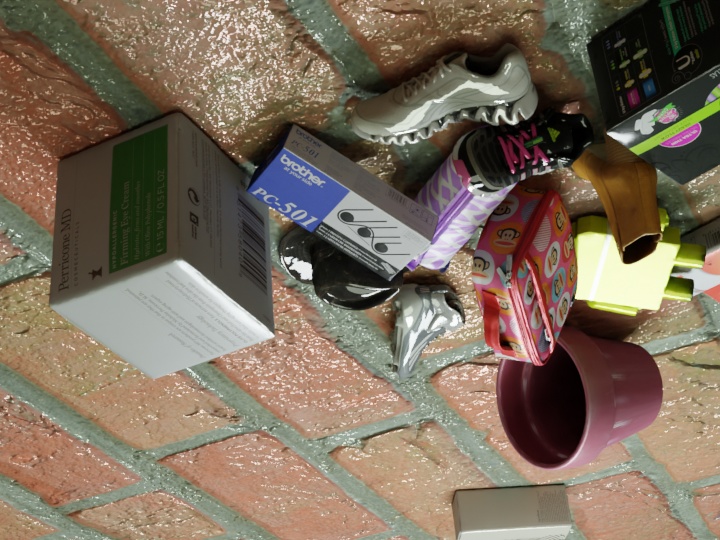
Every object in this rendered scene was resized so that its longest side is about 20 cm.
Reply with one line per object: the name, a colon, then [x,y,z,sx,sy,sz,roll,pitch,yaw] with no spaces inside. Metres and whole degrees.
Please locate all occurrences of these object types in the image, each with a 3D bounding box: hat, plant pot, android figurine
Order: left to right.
hat: [0.000,0.000,1.770,0.199,0.081,0.201,-4,147,-3]
plant pot: [0.319,0.173,2.019,0.178,0.201,0.200,-3,152,-34]
android figurine: [0.329,-0.011,1.812,0.199,0.041,0.183,8,136,4]

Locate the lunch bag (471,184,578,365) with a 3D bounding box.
lunch bag: [0.192,0.015,1.710,0.082,0.177,0.200,12,146,28]

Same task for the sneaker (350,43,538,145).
sneaker: [0.083,-0.189,1.502,0.199,0.075,0.081,-12,135,5]

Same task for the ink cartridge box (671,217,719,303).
ink cartridge box: [0.495,0.000,1.885,0.162,0.050,0.200,-30,138,34]

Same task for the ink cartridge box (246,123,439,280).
ink cartridge box: [-0.020,-0.074,1.616,0.199,0.044,0.094,32,137,-14]

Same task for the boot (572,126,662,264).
boot: [0.285,-0.076,1.594,0.070,0.145,0.201,-7,170,-4]

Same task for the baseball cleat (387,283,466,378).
baseball cleat: [0.089,0.086,1.936,0.106,0.070,0.200,-4,149,-3]

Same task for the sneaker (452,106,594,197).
sneaker: [0.180,-0.134,1.531,0.199,0.074,0.087,-17,174,-45]

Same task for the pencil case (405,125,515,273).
pencil case: [0.111,-0.080,1.651,0.084,0.085,0.200,42,135,6]

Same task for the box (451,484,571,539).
box: [0.264,0.429,2.510,0.199,0.083,0.069,-1,149,-5]

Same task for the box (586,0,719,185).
box: [0.358,-0.206,1.459,0.200,0.125,0.148,-32,140,33]

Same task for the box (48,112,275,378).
box: [-0.216,-0.024,1.582,0.171,0.200,0.200,-20,144,22]
